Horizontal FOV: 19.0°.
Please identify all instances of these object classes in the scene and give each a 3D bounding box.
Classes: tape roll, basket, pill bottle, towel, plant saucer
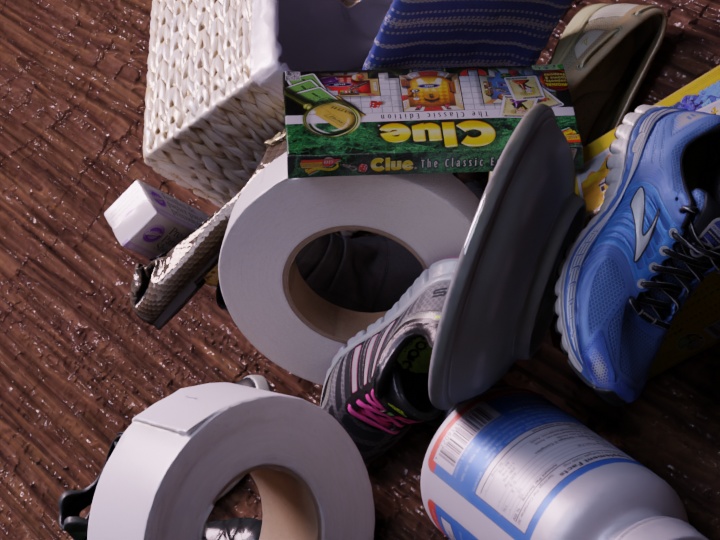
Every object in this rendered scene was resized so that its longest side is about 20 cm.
[{"bbox_3d":[0.000,0.000,1.509,0.202,0.203,0.037,-30,29,28],"label":"tape roll"},{"bbox_3d":[-0.087,0.179,1.467,0.071,0.202,0.204,9,69,50],"label":"tape roll"},{"bbox_3d":[-0.051,-0.146,1.687,0.160,0.198,0.201,-33,42,32],"label":"basket"},{"bbox_3d":[0.132,0.158,1.321,0.113,0.112,0.200,-54,37,0],"label":"pill bottle"},{"bbox_3d":[0.065,-0.142,1.538,0.024,0.144,0.201,63,144,34],"label":"towel"},{"bbox_3d":[0.100,-0.002,1.338,0.050,0.200,0.201,20,74,12],"label":"plant saucer"}]

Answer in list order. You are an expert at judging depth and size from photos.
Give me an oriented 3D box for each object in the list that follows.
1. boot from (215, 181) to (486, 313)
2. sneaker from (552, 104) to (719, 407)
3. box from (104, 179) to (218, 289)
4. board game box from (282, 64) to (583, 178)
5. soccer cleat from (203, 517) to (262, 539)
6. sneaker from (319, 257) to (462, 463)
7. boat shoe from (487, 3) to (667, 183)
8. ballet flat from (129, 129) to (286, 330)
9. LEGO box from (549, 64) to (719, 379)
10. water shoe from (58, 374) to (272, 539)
[{"bbox_3d":[-0.001,-0.012,1.577,0.200,0.131,0.070,-44,37,14],"label":"boot"},{"bbox_3d":[0.181,-0.014,1.299,0.089,0.078,0.201,-2,63,47],"label":"sneaker"},{"bbox_3d":[-0.114,-0.014,1.648,0.041,0.200,0.039,-43,54,14],"label":"box"},{"bbox_3d":[0.047,-0.103,1.463,0.198,0.024,0.105,-2,40,-3],"label":"board game box"},{"bbox_3d":[-0.150,0.222,1.602,0.199,0.081,0.068,-21,48,36],"label":"soccer cleat"},{"bbox_3d":[0.027,0.079,1.486,0.200,0.073,0.088,-50,18,36],"label":"sneaker"},{"bbox_3d":[0.156,-0.105,1.532,0.063,0.073,0.201,4,58,53],"label":"boat shoe"},{"bbox_3d":[-0.098,-0.043,1.562,0.200,0.046,0.067,-48,-2,4],"label":"ballet flat"},{"bbox_3d":[0.217,-0.035,1.403,0.199,0.077,0.150,-32,43,27],"label":"LEGO box"},{"bbox_3d":[-0.150,0.150,1.660,0.200,0.079,0.072,-45,38,12],"label":"water shoe"}]
